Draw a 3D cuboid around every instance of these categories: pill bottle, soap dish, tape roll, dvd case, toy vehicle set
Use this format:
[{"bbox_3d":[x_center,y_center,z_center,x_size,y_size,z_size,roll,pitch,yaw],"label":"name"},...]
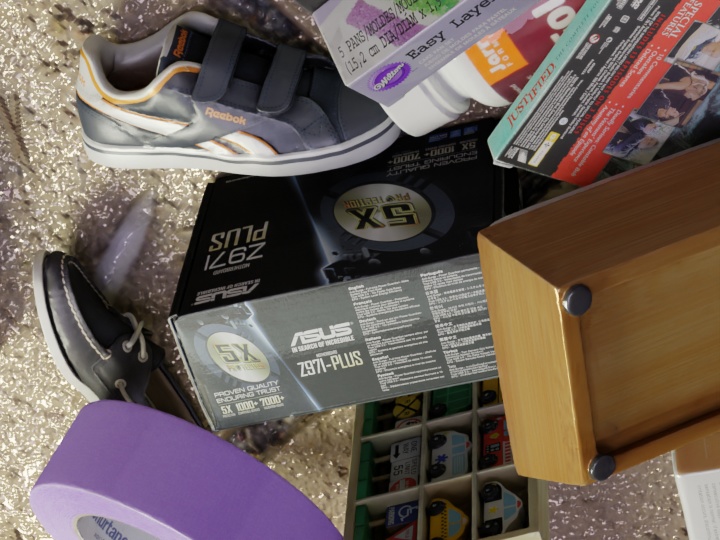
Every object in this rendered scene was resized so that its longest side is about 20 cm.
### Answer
[{"bbox_3d":[0.094,-0.163,1.074,0.199,0.115,0.114,-28,115,19],"label":"pill bottle"},{"bbox_3d":[0.170,0.022,1.053,0.198,0.081,0.159,-20,120,-16],"label":"soap dish"},{"bbox_3d":[-0.106,0.165,1.198,0.199,0.066,0.201,24,154,12],"label":"tape roll"},{"bbox_3d":[0.187,-0.095,1.061,0.199,0.022,0.146,14,127,-30],"label":"dvd case"},{"bbox_3d":[0.054,0.122,1.201,0.123,0.201,0.027,-16,120,13],"label":"toy vehicle set"}]

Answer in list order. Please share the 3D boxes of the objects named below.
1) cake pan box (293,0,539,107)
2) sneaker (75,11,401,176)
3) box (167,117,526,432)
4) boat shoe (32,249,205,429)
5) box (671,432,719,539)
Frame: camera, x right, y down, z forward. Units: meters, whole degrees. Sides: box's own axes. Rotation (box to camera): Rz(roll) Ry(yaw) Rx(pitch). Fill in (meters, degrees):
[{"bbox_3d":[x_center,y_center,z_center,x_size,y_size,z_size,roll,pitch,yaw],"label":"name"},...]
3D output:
[{"bbox_3d":[0.038,-0.214,1.019,0.199,0.185,0.052,-33,153,22],"label":"cake pan box"},{"bbox_3d":[-0.076,-0.106,1.145,0.198,0.079,0.080,-1,127,7],"label":"sneaker"},{"bbox_3d":[0.000,0.000,1.153,0.198,0.164,0.087,-11,120,12],"label":"box"},{"bbox_3d":[-0.155,0.064,1.258,0.060,0.074,0.201,-14,122,13],"label":"boat shoe"},{"bbox_3d":[0.293,0.092,1.184,0.198,0.153,0.107,-11,128,11],"label":"box"}]
